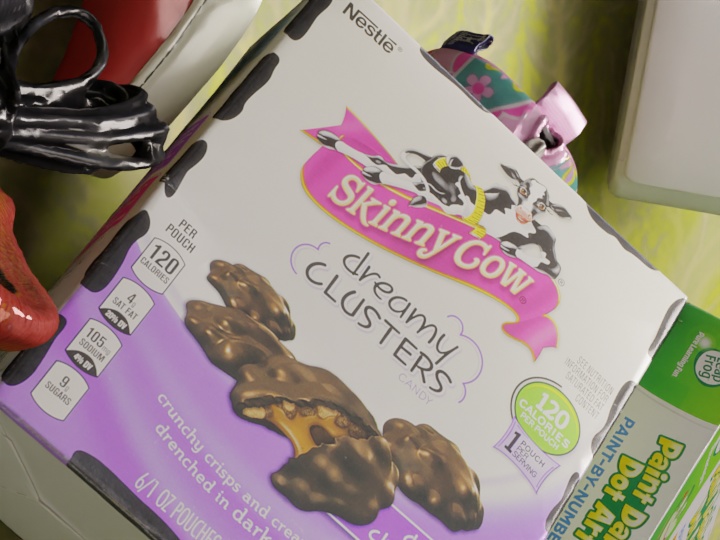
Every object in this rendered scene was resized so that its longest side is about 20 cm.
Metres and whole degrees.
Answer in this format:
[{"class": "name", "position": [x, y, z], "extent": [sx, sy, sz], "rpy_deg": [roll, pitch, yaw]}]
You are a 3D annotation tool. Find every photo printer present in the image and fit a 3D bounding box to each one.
[{"class": "photo printer", "position": [0.218, -0.097, 0.984], "extent": [0.069, 0.199, 0.167], "rpy_deg": [-76, 176, -85]}]

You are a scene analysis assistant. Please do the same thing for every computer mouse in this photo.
[{"class": "computer mouse", "position": [-0.146, -0.098, 0.616], "extent": [0.053, 0.200, 0.138], "rpy_deg": [-42, 155, 24]}]

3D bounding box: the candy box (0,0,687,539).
[{"class": "candy box", "position": [-0.011, 0.032, 0.734], "extent": [0.168, 0.071, 0.200], "rpy_deg": [42, 57, -9]}]

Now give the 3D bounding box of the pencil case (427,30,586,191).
[{"class": "pencil case", "position": [0.000, 0.000, 0.845], "extent": [0.200, 0.087, 0.088], "rpy_deg": [-45, 130, -29]}]

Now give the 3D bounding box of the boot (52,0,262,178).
[{"class": "boot", "position": [-0.087, -0.142, 0.732], "extent": [0.144, 0.072, 0.201], "rpy_deg": [29, 89, -26]}]

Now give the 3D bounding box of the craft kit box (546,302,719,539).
[{"class": "craft kit box", "position": [0.095, 0.140, 0.955], "extent": [0.198, 0.048, 0.200], "rpy_deg": [-57, 164, -23]}]

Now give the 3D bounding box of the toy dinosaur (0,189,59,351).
[{"class": "toy dinosaur", "position": [-0.126, -0.030, 0.624], "extent": [0.200, 0.181, 0.105], "rpy_deg": [-52, 133, -26]}]
